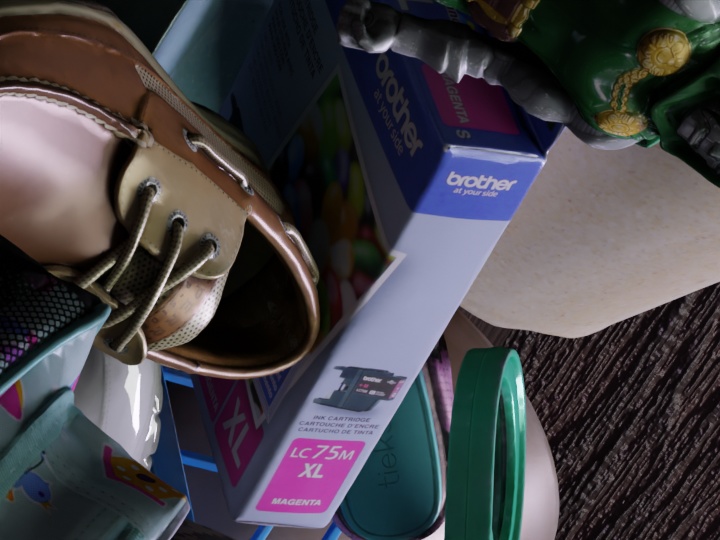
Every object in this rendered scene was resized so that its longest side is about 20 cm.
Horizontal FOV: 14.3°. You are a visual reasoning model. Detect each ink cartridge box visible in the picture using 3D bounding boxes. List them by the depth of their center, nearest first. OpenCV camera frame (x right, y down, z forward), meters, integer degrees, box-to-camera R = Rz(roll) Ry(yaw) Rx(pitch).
[{"bbox_3d":[-0.003,-0.030,0.863,0.042,0.120,0.200,6,135,-29],"label":"ink cartridge box"}]

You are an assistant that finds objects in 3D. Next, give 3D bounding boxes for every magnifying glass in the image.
[{"bbox_3d":[0.039,0.114,0.994,0.080,0.022,0.201,77,19,-50],"label":"magnifying glass"}]

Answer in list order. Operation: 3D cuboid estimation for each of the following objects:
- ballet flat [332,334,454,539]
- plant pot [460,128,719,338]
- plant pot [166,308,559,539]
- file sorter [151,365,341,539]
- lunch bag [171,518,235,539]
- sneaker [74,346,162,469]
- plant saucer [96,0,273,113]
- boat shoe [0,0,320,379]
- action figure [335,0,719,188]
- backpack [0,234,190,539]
[{"bbox_3d":[0.000,0.000,1.020,0.071,0.069,0.201,-103,-175,-67],"label":"ballet flat"},{"bbox_3d":[0.099,-0.073,0.894,0.183,0.201,0.200,-35,-171,43],"label":"plant pot"},{"bbox_3d":[-0.040,0.113,1.296,0.173,0.200,0.200,-39,165,-35],"label":"plant pot"},{"bbox_3d":[-0.056,0.123,1.079,0.139,0.122,0.200,-59,-152,30],"label":"file sorter"},{"bbox_3d":[-0.059,0.186,0.864,0.200,0.139,0.168,-59,-172,6],"label":"lunch bag"},{"bbox_3d":[-0.136,0.081,0.866,0.200,0.075,0.087,-47,167,15],"label":"sneaker"},{"bbox_3d":[-0.045,-0.087,0.894,0.200,0.036,0.200,-53,172,-10],"label":"plant saucer"},{"bbox_3d":[-0.062,-0.016,0.766,0.076,0.074,0.200,-44,156,12],"label":"boat shoe"},{"bbox_3d":[0.020,-0.083,0.661,0.055,0.200,0.118,-48,170,-39],"label":"action figure"},{"bbox_3d":[-0.140,0.075,0.565,0.176,0.153,0.200,-52,168,24],"label":"backpack"}]
